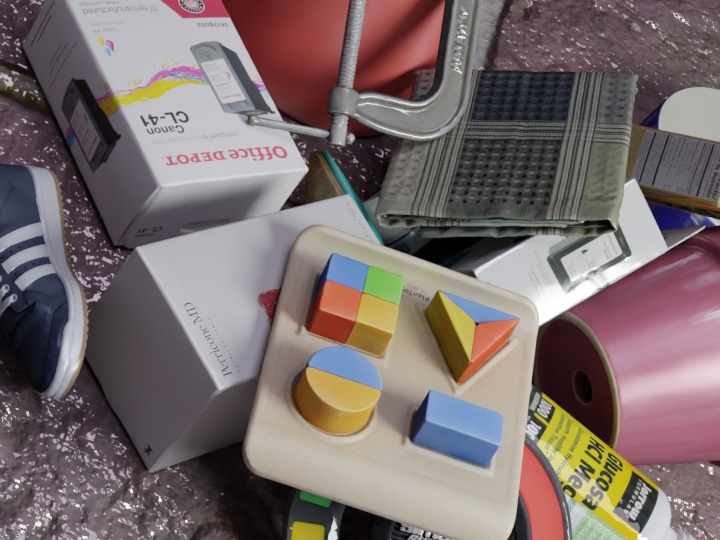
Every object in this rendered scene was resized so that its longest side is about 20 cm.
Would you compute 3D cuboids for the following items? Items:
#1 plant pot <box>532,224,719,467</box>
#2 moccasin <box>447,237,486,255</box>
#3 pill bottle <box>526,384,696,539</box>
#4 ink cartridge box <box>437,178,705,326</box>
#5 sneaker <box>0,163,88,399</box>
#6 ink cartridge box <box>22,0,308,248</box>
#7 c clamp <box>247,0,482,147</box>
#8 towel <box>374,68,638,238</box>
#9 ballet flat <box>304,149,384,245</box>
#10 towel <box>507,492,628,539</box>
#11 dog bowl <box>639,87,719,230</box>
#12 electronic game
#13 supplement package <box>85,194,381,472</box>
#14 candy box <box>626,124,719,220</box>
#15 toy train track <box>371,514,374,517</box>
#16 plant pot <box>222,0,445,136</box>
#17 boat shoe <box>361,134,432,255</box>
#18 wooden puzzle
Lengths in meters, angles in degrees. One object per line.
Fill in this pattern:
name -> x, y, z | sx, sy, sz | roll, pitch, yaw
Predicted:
plant pot -> 0.245, 0.074, 1.489 | 0.179, 0.200, 0.200 | -13, 63, -23
moccasin -> 0.159, -0.046, 1.595 | 0.200, 0.080, 0.068 | -10, 57, -40
pill bottle -> 0.155, 0.178, 1.381 | 0.200, 0.112, 0.112 | 38, 43, -3
ink cartridge box -> 0.159, -0.015, 1.479 | 0.200, 0.116, 0.068 | -29, 98, -20
sneaker -> -0.254, 0.000, 1.273 | 0.108, 0.070, 0.200 | 13, 42, -33
ink cartridge box -> -0.151, -0.127, 1.441 | 0.148, 0.086, 0.200 | -9, 60, -39
c clamp -> 0.017, -0.184, 1.445 | 0.171, 0.027, 0.200 | 17, 82, -21
towel -> 0.117, -0.091, 1.469 | 0.192, 0.035, 0.200 | 3, 42, 14
ballet flat -> 0.000, 0.000, 1.457 | 0.200, 0.072, 0.068 | 53, 2, 8
towel -> 0.110, 0.223, 1.317 | 0.200, 0.149, 0.031 | 38, -1, 0
dog bowl -> 0.336, -0.071, 1.738 | 0.200, 0.079, 0.200 | 19, 47, -22
electronic game -> 0.046, 0.185, 1.277 | 0.200, 0.042, 0.200 | 0, 87, -2
supplement package -> -0.077, 0.042, 1.327 | 0.200, 0.120, 0.121 | -17, 67, -41
candy box -> 0.272, -0.079, 1.550 | 0.115, 0.200, 0.055 | 16, 91, -37
toy train track -> 0.022, 0.117, 1.390 | 0.200, 0.033, 0.115 | -26, 113, -53
plant pot -> 0.003, -0.241, 1.575 | 0.200, 0.177, 0.201 | 18, 48, -22
boat shoe -> 0.057, -0.090, 1.560 | 0.086, 0.075, 0.202 | 54, 49, -10
wooden puzzle -> 0.030, 0.068, 1.242 | 0.185, 0.046, 0.200 | 20, 51, -8
